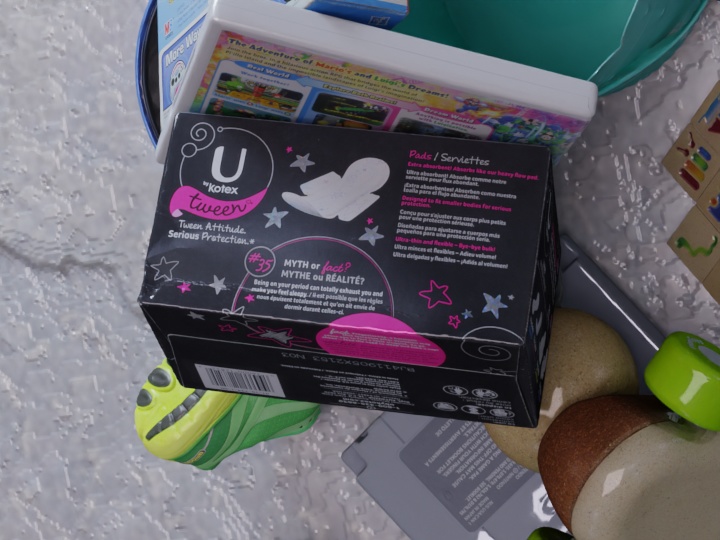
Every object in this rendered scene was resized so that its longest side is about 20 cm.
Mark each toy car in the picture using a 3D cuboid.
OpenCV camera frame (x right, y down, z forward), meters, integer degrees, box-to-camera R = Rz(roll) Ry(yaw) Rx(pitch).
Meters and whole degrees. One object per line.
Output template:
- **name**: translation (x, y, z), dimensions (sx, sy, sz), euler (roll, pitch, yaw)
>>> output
- **toy car**: translation (0.127, 0.076, 1.405), dimensions (0.200, 0.158, 0.165), euler (46, 110, 36)

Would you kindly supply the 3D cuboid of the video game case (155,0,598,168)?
- **video game case**: translation (0.003, -0.076, 1.314), dimensions (0.199, 0.182, 0.024), euler (14, 66, -9)

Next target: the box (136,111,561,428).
- **box**: translation (0.000, 0.000, 1.316), dimensions (0.199, 0.132, 0.115), euler (7, 68, 10)

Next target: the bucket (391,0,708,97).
- **bucket**: translation (0.093, -0.182, 1.372), dimensions (0.207, 0.135, 0.208), euler (2, 95, 27)

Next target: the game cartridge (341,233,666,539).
- **game cartridge**: translation (0.098, 0.092, 1.484), dimensions (0.200, 0.040, 0.133), euler (-45, 80, 20)

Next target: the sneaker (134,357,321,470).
- **sneaker**: translation (-0.045, 0.048, 1.512), dimensions (0.200, 0.084, 0.074), euler (-36, 54, 8)

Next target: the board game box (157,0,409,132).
- **board game box**: translation (-0.048, -0.194, 1.345), dimensions (0.200, 0.056, 0.196), euler (-32, 56, 58)

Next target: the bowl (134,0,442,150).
- **bowl**: translation (-0.044, -0.118, 1.496), dimensions (0.200, 0.039, 0.201), euler (3, 100, 19)

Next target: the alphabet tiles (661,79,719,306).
- **alphabet tiles**: translation (0.252, -0.025, 1.377), dimensions (0.200, 0.006, 0.167), euler (52, 131, 25)
